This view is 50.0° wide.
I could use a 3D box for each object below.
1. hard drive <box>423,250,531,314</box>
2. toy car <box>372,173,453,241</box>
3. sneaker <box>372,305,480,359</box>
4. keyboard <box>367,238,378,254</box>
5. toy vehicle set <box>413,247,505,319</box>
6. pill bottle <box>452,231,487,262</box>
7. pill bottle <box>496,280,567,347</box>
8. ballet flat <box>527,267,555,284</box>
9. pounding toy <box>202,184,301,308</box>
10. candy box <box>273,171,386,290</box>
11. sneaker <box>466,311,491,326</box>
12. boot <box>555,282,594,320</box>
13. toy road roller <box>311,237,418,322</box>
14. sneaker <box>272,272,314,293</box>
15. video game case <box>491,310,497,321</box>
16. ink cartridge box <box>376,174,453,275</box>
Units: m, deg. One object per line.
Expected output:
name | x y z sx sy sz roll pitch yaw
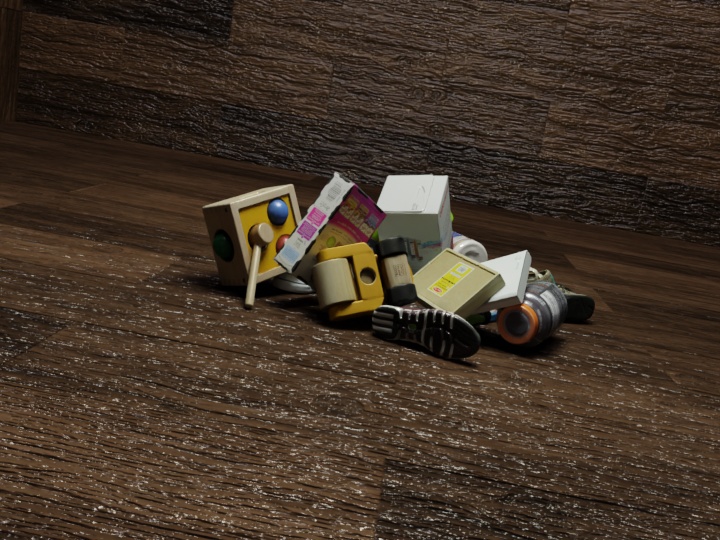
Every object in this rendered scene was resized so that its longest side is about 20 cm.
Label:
hard drive | 0.216 0.034 1.447 0.198 0.026 0.133 -17 30 32
toy car | 0.134 -0.156 1.894 0.157 0.164 0.201 33 39 -15
sneaker | 0.128 0.094 1.346 0.198 0.077 0.115 15 11 25
keyboard | 0.002 -0.066 1.763 0.199 0.021 0.128 20 36 -57
toy vehicle set | 0.170 0.027 1.451 0.124 0.027 0.200 -38 26 -8
pill bottle | 0.216 -0.041 1.907 0.110 0.113 0.200 3 14 -27
pill bottle | 0.318 0.083 1.453 0.105 0.108 0.199 15 14 25
ballet flat | 0.303 0.018 1.596 0.197 0.076 0.068 -2 30 30
pounding toy | -0.197 -0.049 1.466 0.199 0.187 0.141 -23 15 -41
candy box | -0.055 -0.064 1.452 0.061 0.201 0.136 35 -2 37
sneaker | 0.202 0.062 1.558 0.083 0.078 0.200 11 23 -20
boot | 0.397 0.057 1.714 0.201 0.075 0.154 10 9 -19
toy road roller | 0.004 0.027 1.434 0.197 0.125 0.146 -9 -14 -18
sneaker | -0.095 0.001 1.581 0.198 0.072 0.073 -6 20 -44
video game case | 0.227 0.066 1.665 0.198 0.018 0.142 19 15 36
ink cartridge box | 0.124 -0.092 1.717 0.142 0.202 0.146 3 40 16
